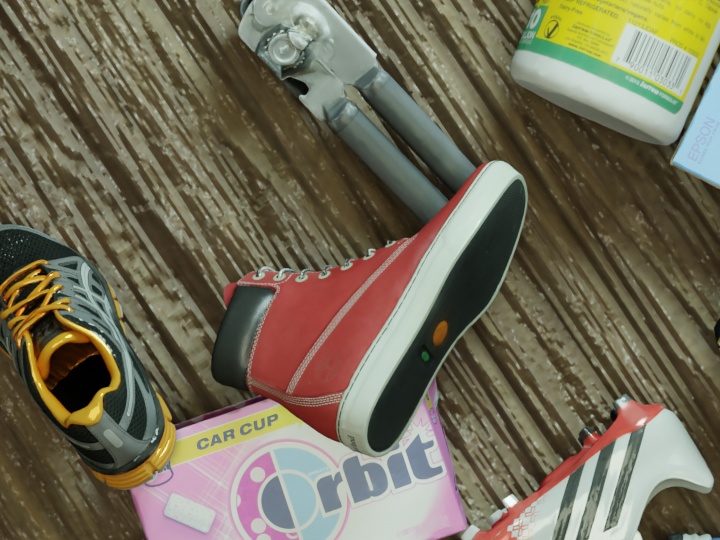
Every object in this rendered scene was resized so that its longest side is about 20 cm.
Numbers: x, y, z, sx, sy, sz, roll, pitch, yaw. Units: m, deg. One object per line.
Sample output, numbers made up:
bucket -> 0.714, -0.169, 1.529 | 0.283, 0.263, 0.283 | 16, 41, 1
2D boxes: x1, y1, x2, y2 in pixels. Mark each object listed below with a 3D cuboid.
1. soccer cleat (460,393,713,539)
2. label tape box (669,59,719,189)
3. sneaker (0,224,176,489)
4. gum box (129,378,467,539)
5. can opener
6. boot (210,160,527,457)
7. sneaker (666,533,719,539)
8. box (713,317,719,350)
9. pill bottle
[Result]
soccer cleat -> 0.127, 0.164, 1.341 | 0.200, 0.069, 0.085 | -42, 76, -3
label tape box -> 0.304, -0.084, 1.336 | 0.199, 0.063, 0.145 | 26, 93, 0
sneaker -> -0.179, 0.038, 1.315 | 0.078, 0.077, 0.200 | -40, 59, -1
gum box -> -0.035, 0.129, 1.345 | 0.199, 0.066, 0.114 | -19, 91, 2
can opener -> 0.003, -0.100, 1.354 | 0.053, 0.067, 0.200 | -44, 103, 1
boot -> 0.000, 0.000, 1.309 | 0.144, 0.073, 0.201 | 23, 67, 31
sneaker -> 0.231, 0.259, 1.337 | 0.076, 0.076, 0.202 | -6, 92, 6
box -> 0.326, 0.002, 1.285 | 0.159, 0.049, 0.201 | 34, 101, 0
pill bottle -> 0.176, -0.186, 1.313 | 0.112, 0.113, 0.201 | 23, 92, 1
